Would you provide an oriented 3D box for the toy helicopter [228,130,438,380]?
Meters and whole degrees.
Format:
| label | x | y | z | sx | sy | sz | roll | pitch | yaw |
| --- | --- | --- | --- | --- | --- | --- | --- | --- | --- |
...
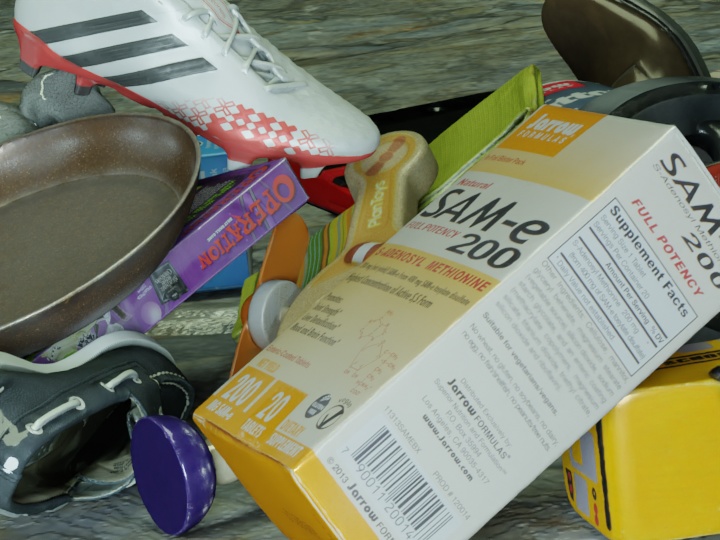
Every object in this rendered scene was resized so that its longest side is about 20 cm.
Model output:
| label | x | y | z | sx | sy | sz | roll | pitch | yaw |
| --- | --- | --- | --- | --- | --- | --- | --- | --- | --- |
| toy helicopter | 0.000 | 0.000 | 1.354 | 0.131 | 0.079 | 0.201 | -18 | 32 | 18 |

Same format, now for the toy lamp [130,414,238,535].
| label | x | y | z | sx | sy | sz | roll | pitch | yaw |
| --- | --- | --- | --- | --- | --- | --- | --- | --- | --- |
| toy lamp | 0.000 | 0.065 | 1.216 | 0.199 | 0.059 | 0.058 | -15 | 15 | -28 |

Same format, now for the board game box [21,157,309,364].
| label | x | y | z | sx | sy | sz | roll | pitch | yaw |
| --- | --- | --- | --- | --- | --- | --- | --- | --- | --- |
| board game box | -0.127 | 0.017 | 1.337 | 0.200 | 0.032 | 0.120 | -40 | 12 | -29 |

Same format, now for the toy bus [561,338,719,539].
| label | x | y | z | sx | sy | sz | roll | pitch | yaw |
| --- | --- | --- | --- | --- | --- | --- | --- | --- | --- |
| toy bus | 0.185 | 0.059 | 1.132 | 0.199 | 0.066 | 0.078 | -9 | 11 | -13 |

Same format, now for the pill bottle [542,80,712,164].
| label | x | y | z | sx | sy | sz | roll | pitch | yaw |
| --- | --- | --- | --- | --- | --- | --- | --- | --- | --- |
| pill bottle | 0.118 | -0.037 | 1.469 | 0.119 | 0.121 | 0.200 | -9 | 12 | -13 |

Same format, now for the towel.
| label | x | y | z | sx | sy | sz | roll | pitch | yaw |
| --- | --- | --- | --- | --- | --- | --- | --- | --- | --- |
| towel | 0.014 | -0.034 | 1.462 | 0.200 | 0.018 | 0.086 | -38 | 19 | 16 |

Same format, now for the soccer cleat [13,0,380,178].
| label | x | y | z | sx | sy | sz | roll | pitch | yaw |
| --- | --- | --- | --- | --- | --- | --- | --- | --- | --- |
| soccer cleat | -0.079 | -0.110 | 1.397 | 0.199 | 0.086 | 0.069 | 23 | 25 | 12 |

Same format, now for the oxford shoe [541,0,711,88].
| label | x | y | z | sx | sy | sz | roll | pitch | yaw |
| --- | --- | --- | --- | --- | --- | --- | --- | --- | --- |
| oxford shoe | 0.157 | -0.090 | 1.602 | 0.084 | 0.073 | 0.200 | -22 | 60 | -30 |

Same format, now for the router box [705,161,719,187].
| label | x | y | z | sx | sy | sz | roll | pitch | yaw |
| --- | --- | --- | --- | --- | --- | --- | --- | --- | --- |
| router box | 0.249 | -0.007 | 1.173 | 0.199 | 0.049 | 0.179 | 13 | -13 | -24 |

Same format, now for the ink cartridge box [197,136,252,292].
| label | x | y | z | sx | sy | sz | roll | pitch | yaw |
| --- | --- | --- | --- | --- | --- | --- | --- | --- | --- |
| ink cartridge box | -0.165 | -0.033 | 1.664 | 0.198 | 0.085 | 0.146 | -5 | 12 | -2 |

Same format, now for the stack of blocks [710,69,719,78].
| label | x | y | z | sx | sy | sz | roll | pitch | yaw |
| --- | --- | --- | --- | --- | --- | --- | --- | --- | --- |
| stack of blocks | 0.272 | -0.080 | 1.602 | 0.058 | 0.116 | 0.199 | -14 | 14 | -35 |

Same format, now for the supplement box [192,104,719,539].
| label | x | y | z | sx | sy | sz | roll | pitch | yaw |
| --- | --- | --- | --- | --- | --- | --- | --- | --- | --- |
| supplement box | 0.044 | 0.027 | 1.105 | 0.200 | 0.074 | 0.126 | -41 | 19 | -12 |

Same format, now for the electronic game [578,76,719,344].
| label | x | y | z | sx | sy | sz | roll | pitch | yaw |
| --- | --- | --- | --- | --- | --- | --- | --- | --- | --- |
| electronic game | 0.177 | -0.016 | 1.309 | 0.198 | 0.042 | 0.201 | 7 | 48 | -8 |

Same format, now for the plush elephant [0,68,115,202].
| label | x | y | z | sx | sy | sz | roll | pitch | yaw |
| --- | --- | --- | --- | --- | --- | --- | --- | --- | --- |
| plush elephant | -0.199 | -0.023 | 1.464 | 0.164 | 0.156 | 0.200 | -11 | 13 | -22 |

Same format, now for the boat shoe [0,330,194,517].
| label | x | y | z | sx | sy | sz | roll | pitch | yaw |
| --- | --- | --- | --- | --- | --- | --- | --- | --- | --- |
| boat shoe | -0.120 | 0.072 | 1.219 | 0.060 | 0.076 | 0.200 | 32 | 18 | 21 |

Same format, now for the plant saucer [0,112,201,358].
| label | x | y | z | sx | sy | sz | roll | pitch | yaw |
| --- | --- | --- | --- | --- | --- | --- | --- | --- | --- |
| plant saucer | -0.161 | -0.008 | 1.316 | 0.199 | 0.032 | 0.201 | -18 | 27 | 9 |

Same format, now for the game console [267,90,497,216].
| label | x | y | z | sx | sy | sz | roll | pitch | yaw |
| --- | --- | --- | --- | --- | --- | --- | --- | --- | --- |
| game console | 0.060 | -0.062 | 1.671 | 0.199 | 0.031 | 0.177 | -14 | 23 | -28 |
